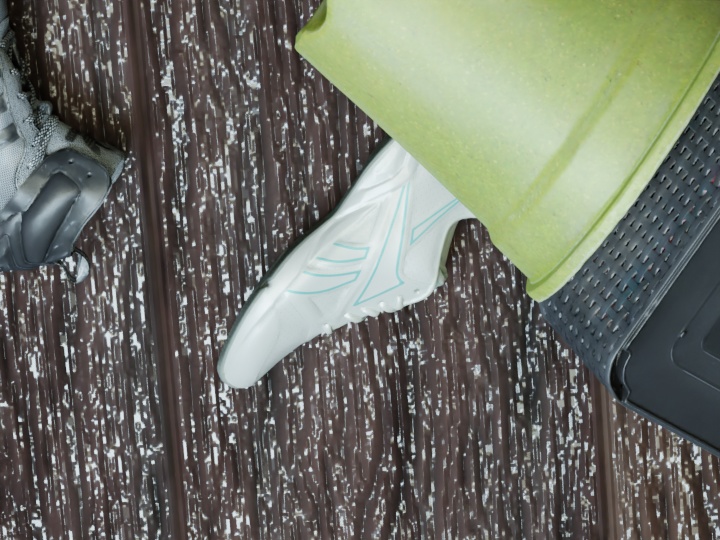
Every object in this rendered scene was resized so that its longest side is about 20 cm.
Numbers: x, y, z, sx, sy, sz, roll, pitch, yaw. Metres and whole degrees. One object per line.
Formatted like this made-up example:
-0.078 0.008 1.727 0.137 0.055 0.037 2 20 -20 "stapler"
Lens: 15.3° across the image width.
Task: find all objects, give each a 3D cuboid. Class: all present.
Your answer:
0.000 0.000 1.490 0.080 0.070 0.200 42 100 -7 "sneaker"
0.208 -0.013 1.431 0.135 0.094 0.201 28 102 -32 "storage bin"
-0.185 -0.089 1.488 0.113 0.076 0.202 7 107 2 "sneaker"
0.074 -0.118 1.392 0.184 0.200 0.201 34 101 -4 "plant pot"
